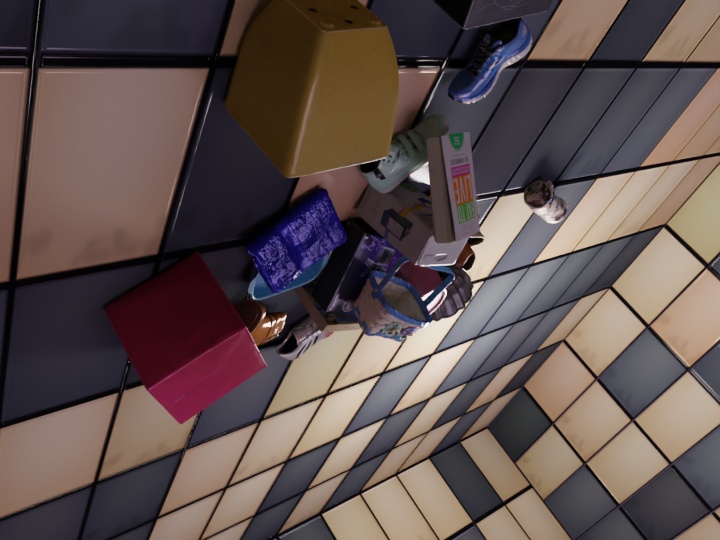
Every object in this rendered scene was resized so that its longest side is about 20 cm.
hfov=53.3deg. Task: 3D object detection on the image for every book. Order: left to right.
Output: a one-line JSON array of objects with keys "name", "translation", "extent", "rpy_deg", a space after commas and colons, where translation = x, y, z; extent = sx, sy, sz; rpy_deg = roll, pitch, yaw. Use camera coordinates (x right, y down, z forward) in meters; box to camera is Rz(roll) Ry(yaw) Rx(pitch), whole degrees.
[{"name": "book", "translation": [0.185, -0.165, 1.408], "extent": [0.048, 0.203, 0.133], "rpy_deg": [-1, -168, 35]}]

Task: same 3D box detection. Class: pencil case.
[{"name": "pencil case", "translation": [0.532, -0.193, 2.039], "extent": [0.089, 0.079, 0.199], "rpy_deg": [-26, 159, 23]}]

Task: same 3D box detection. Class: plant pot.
[{"name": "plant pot", "translation": [-0.057, -0.285, 1.032], "extent": [0.194, 0.195, 0.201], "rpy_deg": [-17, 142, -35]}, {"name": "plant pot", "translation": [0.106, 0.021, 1.730], "extent": [0.199, 0.180, 0.201], "rpy_deg": [-30, 152, -17]}]

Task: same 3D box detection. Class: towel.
[{"name": "towel", "translation": [-0.120, -0.054, 1.416], "extent": [0.200, 0.049, 0.148], "rpy_deg": [-40, 140, -13]}]

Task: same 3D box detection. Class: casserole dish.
[{"name": "casserole dish", "translation": [-0.157, -0.005, 1.513], "extent": [0.198, 0.039, 0.122], "rpy_deg": [-21, 149, -33]}]

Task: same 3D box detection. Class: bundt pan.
[{"name": "bundt pan", "translation": [0.189, 0.033, 1.859], "extent": [0.201, 0.202, 0.076], "rpy_deg": [-32, 130, -11]}]

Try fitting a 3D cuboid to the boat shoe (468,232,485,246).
[{"name": "boat shoe", "translation": [0.246, -0.076, 1.879], "extent": [0.198, 0.065, 0.073], "rpy_deg": [-17, 147, -36]}]

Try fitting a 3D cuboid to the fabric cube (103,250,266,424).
[{"name": "fabric cube", "translation": [-0.321, 0.128, 1.341], "extent": [0.198, 0.197, 0.201], "rpy_deg": [-33, 153, -13]}]

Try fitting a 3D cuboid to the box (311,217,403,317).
[{"name": "box", "translation": [0.000, 0.000, 1.596], "extent": [0.140, 0.079, 0.202], "rpy_deg": [13, 112, -37]}]

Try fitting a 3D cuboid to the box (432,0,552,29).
[{"name": "box", "translation": [0.225, -0.503, 1.102], "extent": [0.195, 0.124, 0.201], "rpy_deg": [-20, 148, -29]}]

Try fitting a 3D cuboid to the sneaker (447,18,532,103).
[{"name": "sneaker", "translation": [0.234, -0.402, 1.347], "extent": [0.200, 0.078, 0.089], "rpy_deg": [-47, 147, -1]}]

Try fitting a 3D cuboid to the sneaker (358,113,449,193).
[{"name": "sneaker", "translation": [0.084, -0.240, 1.400], "extent": [0.200, 0.074, 0.118], "rpy_deg": [-43, 154, 11]}]

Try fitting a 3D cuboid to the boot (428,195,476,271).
[{"name": "boot", "translation": [0.208, -0.087, 1.711], "extent": [0.076, 0.156, 0.200], "rpy_deg": [-33, 154, -7]}]

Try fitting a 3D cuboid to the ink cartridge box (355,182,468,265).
[{"name": "ink cartridge box", "translation": [0.112, -0.101, 1.508], "extent": [0.144, 0.200, 0.088], "rpy_deg": [-3, 130, -48]}]

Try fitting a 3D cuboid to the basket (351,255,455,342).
[{"name": "basket", "translation": [0.094, 0.057, 1.550], "extent": [0.175, 0.140, 0.201], "rpy_deg": [15, 121, -41]}]

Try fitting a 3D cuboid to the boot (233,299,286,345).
[{"name": "boot", "translation": [-0.220, 0.112, 1.582], "extent": [0.154, 0.074, 0.200], "rpy_deg": [-12, 158, -44]}]

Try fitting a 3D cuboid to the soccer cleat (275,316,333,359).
[{"name": "soccer cleat", "translation": [-0.126, 0.151, 1.773], "extent": [0.199, 0.069, 0.085], "rpy_deg": [-40, 158, 14]}]

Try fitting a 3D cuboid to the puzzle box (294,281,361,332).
[{"name": "puzzle box", "translation": [-0.055, 0.081, 1.675], "extent": [0.199, 0.134, 0.025], "rpy_deg": [1, 137, -53]}]
